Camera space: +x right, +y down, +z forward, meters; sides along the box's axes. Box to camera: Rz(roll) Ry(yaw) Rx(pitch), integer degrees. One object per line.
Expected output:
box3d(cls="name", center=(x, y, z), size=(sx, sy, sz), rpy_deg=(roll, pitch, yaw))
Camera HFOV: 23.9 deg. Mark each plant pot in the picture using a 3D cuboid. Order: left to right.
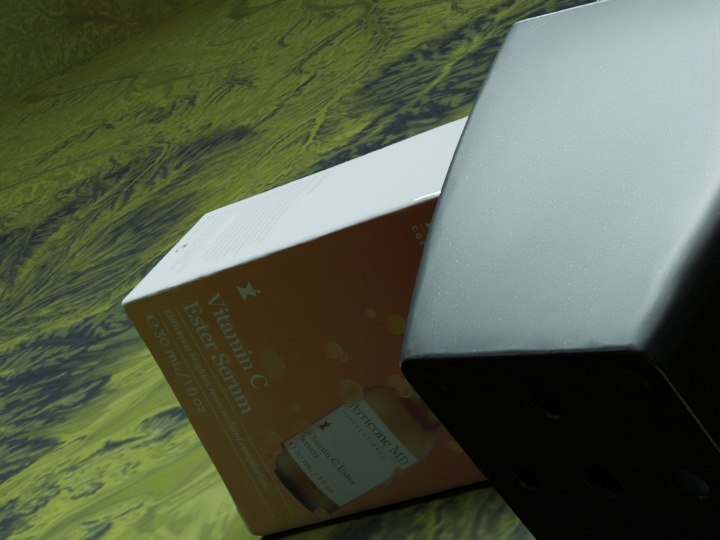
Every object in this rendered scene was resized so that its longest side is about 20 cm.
box3d(cls="plant pot", center=(0.136, 0.018, 0.674), size=(0.199, 0.200, 0.178), rpy_deg=(-5, 41, 51))

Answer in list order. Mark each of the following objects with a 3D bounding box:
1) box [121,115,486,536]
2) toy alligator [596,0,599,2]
box3d(cls="box", center=(0.008, 0.029, 0.872), size=(0.199, 0.153, 0.106), rpy_deg=(-19, 19, 30))
box3d(cls="toy alligator", center=(0.280, -0.265, 1.467), size=(0.054, 0.059, 0.200), rpy_deg=(32, 52, 23))
